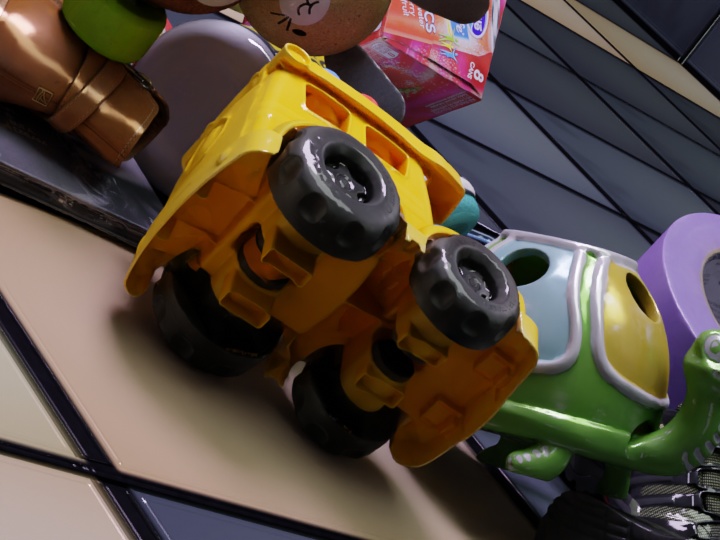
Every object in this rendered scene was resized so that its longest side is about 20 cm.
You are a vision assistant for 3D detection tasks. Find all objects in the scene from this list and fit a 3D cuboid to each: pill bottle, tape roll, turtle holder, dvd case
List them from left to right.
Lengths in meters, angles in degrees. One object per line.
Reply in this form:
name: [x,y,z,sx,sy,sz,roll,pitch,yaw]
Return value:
dvd case: [-0.186,-0.086,1.336,0.148,0.016,0.200,26,18,-39]
pill bottle: [-0.057,-0.093,1.476,0.112,0.112,0.200,43,16,18]
turtle holder: [0.114,0.052,1.304,0.140,0.133,0.185,17,-5,-33]
tape roll: [0.262,0.063,1.622,0.199,0.085,0.201,27,36,-22]

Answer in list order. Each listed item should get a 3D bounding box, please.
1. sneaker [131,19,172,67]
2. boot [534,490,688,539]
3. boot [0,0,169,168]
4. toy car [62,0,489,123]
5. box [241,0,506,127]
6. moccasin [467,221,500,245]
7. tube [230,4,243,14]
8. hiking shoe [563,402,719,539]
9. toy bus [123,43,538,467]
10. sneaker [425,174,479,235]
sneaker: [-0.142,-0.144,1.490,0.085,0.077,0.200,45,6,-10]
boot: [0.199,0.184,1.280,0.131,0.070,0.200,25,8,-42]
boot: [-0.168,-0.136,1.340,0.155,0.077,0.200,35,17,-4]
toy car: [-0.035,-0.165,1.313,0.199,0.164,0.158,35,24,-12]
box: [0.001,-0.157,1.627,0.095,0.100,0.199,28,-26,-29]
moccasin: [0.054,-0.040,1.667,0.199,0.068,0.081,32,15,-13]
tube: [-0.144,-0.213,1.426,0.199,0.058,0.052,23,50,14]
hiking shoe: [0.198,0.131,1.431,0.075,0.101,0.200,20,22,-47]
toy bus: [-0.005,-0.022,1.245,0.199,0.136,0.193,35,34,-17]
sneaker: [0.000,0.000,1.354,0.199,0.078,0.080,-25,71,-42]
